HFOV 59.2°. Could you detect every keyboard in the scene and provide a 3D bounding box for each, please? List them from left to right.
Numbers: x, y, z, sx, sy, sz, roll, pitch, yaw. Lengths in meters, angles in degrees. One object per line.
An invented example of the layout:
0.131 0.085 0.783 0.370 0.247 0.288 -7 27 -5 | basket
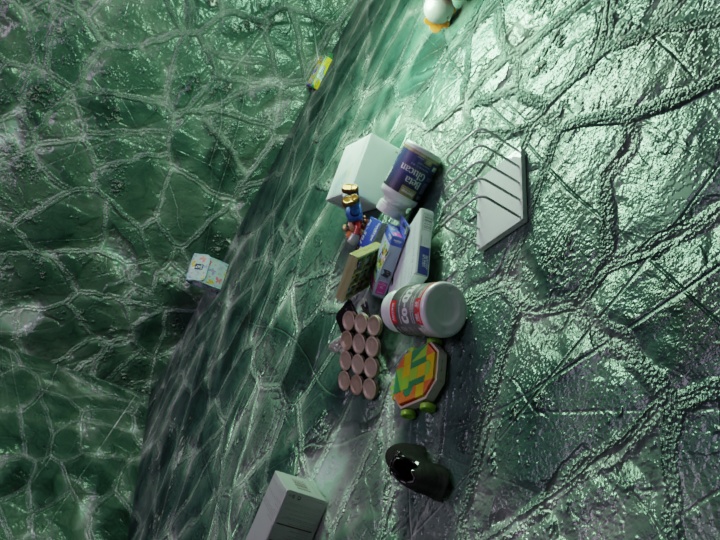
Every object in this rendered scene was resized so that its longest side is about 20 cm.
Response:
0.005 0.156 1.579 0.127 0.020 0.201 -51 51 34 | keyboard

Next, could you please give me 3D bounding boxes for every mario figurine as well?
-0.031 -0.156 1.884 0.105 0.201 0.124 22 59 28 | mario figurine

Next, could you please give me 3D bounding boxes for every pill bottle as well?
0.124 -0.238 1.707 0.201 0.110 0.111 -61 23 11 | pill bottle
0.130 0.086 1.367 0.199 0.113 0.115 -10 58 63 | pill bottle

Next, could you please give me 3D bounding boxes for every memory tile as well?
-0.001 0.204 1.553 0.152 0.017 0.203 3 89 51 | memory tile

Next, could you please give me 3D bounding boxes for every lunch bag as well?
-0.851 0.014 3.495 0.127 0.198 0.171 -33 38 52 | lunch bag

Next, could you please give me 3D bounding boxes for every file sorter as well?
0.256 -0.172 1.335 0.139 0.124 0.202 -39 34 47 | file sorter

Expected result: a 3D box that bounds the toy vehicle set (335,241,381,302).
0.000 0.000 1.679 0.200 0.026 0.126 -29 -40 -66 | toy vehicle set

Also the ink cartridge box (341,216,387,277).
0.018 -0.050 1.839 0.202 0.044 0.094 -64 24 4 | ink cartridge box

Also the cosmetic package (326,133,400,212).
0.007 -0.302 2.019 0.199 0.122 0.201 -6 62 63 | cosmetic package

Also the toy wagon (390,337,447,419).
0.113 0.235 1.350 0.200 0.039 0.157 -36 36 50 | toy wagon

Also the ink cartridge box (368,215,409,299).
0.072 -0.041 1.653 0.120 0.042 0.202 -103 33 -70 | ink cartridge box

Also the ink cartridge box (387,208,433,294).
0.122 -0.017 1.563 0.201 0.043 0.198 118 164 -54 | ink cartridge box

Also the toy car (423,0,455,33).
0.270 -0.853 2.004 0.185 0.175 0.202 -71 -9 -49 | toy car

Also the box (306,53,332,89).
-0.213 -1.067 3.370 0.201 0.048 0.117 -60 23 9 | box

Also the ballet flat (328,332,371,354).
-0.018 0.189 1.655 0.200 0.071 0.072 -39 34 44 | ballet flat

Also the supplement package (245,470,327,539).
-0.182 0.611 1.524 0.202 0.116 0.117 -66 23 -3 | supplement package

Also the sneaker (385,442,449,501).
0.089 0.369 1.206 0.200 0.090 0.077 -1 68 67 | sneaker
